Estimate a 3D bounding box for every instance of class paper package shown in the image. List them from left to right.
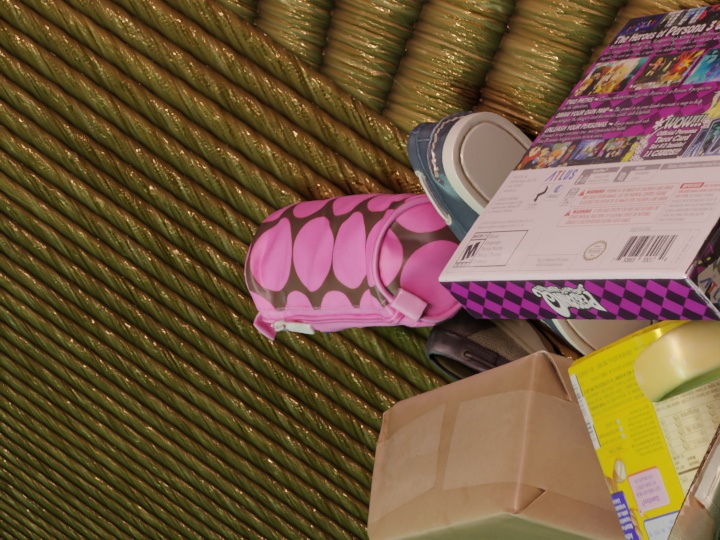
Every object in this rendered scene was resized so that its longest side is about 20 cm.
[{"bbox_3d":[0.132,0.136,1.644,0.190,0.104,0.200,18,161,-21],"label":"paper package"}]

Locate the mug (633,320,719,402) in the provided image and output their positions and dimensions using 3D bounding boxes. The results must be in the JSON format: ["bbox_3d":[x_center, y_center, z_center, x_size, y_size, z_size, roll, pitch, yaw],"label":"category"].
[{"bbox_3d":[0.231,0.001,1.269,0.186,0.150,0.153,9,169,-3],"label":"mug"}]

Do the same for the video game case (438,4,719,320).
[{"bbox_3d":[0.146,-0.054,1.236,0.036,0.181,0.200,45,158,-22],"label":"video game case"}]

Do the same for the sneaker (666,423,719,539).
[{"bbox_3d":[0.236,0.083,1.376,0.090,0.200,0.067,26,174,8],"label":"sneaker"}]

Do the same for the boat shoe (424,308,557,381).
[{"bbox_3d":[0.119,0.093,1.774,0.201,0.066,0.072,43,159,-18],"label":"boat shoe"}]

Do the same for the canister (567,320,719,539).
[{"bbox_3d":[0.198,0.128,1.481,0.200,0.086,0.149,71,159,6],"label":"canister"}]

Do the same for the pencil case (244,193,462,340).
[{"bbox_3d":[0.000,0.000,1.725,0.091,0.094,0.200,43,158,-18],"label":"pencil case"}]

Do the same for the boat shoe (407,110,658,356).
[{"bbox_3d":[0.100,-0.015,1.550,0.200,0.075,0.062,43,160,-28],"label":"boat shoe"}]
